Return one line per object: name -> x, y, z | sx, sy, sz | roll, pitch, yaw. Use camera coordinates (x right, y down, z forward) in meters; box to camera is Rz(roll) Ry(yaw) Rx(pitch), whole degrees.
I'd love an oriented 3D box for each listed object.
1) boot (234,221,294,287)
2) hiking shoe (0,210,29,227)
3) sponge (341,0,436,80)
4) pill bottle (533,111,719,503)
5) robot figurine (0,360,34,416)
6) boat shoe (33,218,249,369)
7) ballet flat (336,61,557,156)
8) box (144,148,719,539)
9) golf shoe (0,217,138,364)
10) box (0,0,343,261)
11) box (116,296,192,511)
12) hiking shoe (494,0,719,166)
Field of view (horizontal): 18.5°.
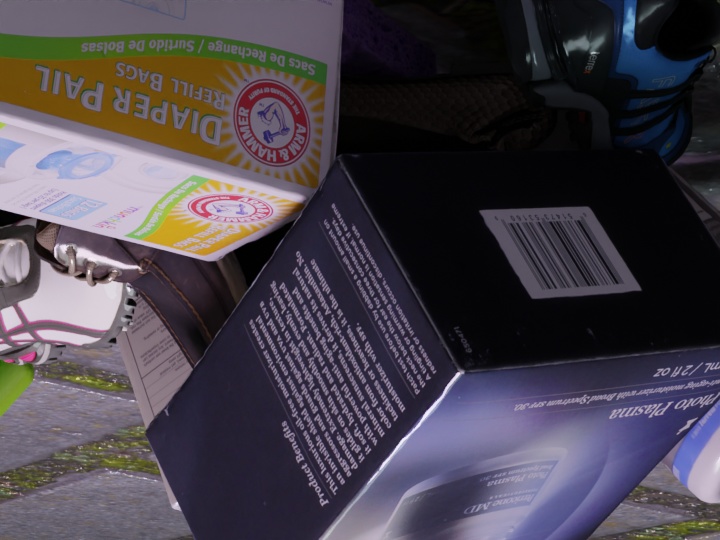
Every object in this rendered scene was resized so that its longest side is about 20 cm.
boot -> -0.001, 0.001, 1.164 | 0.203, 0.154, 0.073 | 0, 140, -34
hiking shoe -> -0.233, -0.035, 1.262 | 0.101, 0.076, 0.200 | -15, 155, 37
sponge -> -0.058, -0.119, 1.049 | 0.112, 0.030, 0.200 | -8, 159, 29
pill bottle -> 0.147, 0.013, 1.133 | 0.114, 0.200, 0.114 | -36, 156, -19
robot figurine -> -0.284, 0.027, 1.368 | 0.175, 0.116, 0.200 | 34, -178, 7
boat shoe -> -0.124, -0.025, 1.057 | 0.073, 0.200, 0.074 | -33, 180, -23
ballet flat -> -0.004, -0.067, 1.076 | 0.200, 0.046, 0.067 | -3, 160, 10
box -> 0.044, 0.054, 1.006 | 0.200, 0.123, 0.198 | -4, 144, -39
golf shoe -> -0.179, 0.008, 1.169 | 0.088, 0.077, 0.200 | 7, 160, -31
box -> -0.119, -0.083, 0.955 | 0.200, 0.101, 0.112 | 15, 159, -30
box -> -0.076, 0.033, 1.218 | 0.095, 0.200, 0.078 | -34, 148, 21
hiking shoe -> 0.133, -0.092, 1.028 | 0.087, 0.074, 0.200 | -16, 163, 20
